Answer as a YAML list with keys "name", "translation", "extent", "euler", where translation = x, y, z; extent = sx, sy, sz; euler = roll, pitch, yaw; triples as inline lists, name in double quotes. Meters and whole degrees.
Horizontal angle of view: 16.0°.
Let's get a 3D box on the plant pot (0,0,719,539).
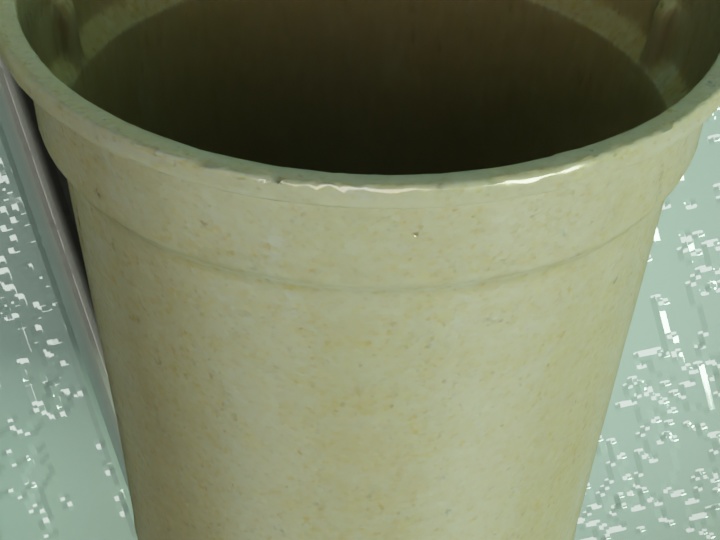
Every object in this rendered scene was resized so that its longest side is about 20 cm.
- name: "plant pot"
  translation: [0.000, 0.000, 0.719]
  extent: [0.199, 0.201, 0.184]
  euler: [4, 124, 2]
